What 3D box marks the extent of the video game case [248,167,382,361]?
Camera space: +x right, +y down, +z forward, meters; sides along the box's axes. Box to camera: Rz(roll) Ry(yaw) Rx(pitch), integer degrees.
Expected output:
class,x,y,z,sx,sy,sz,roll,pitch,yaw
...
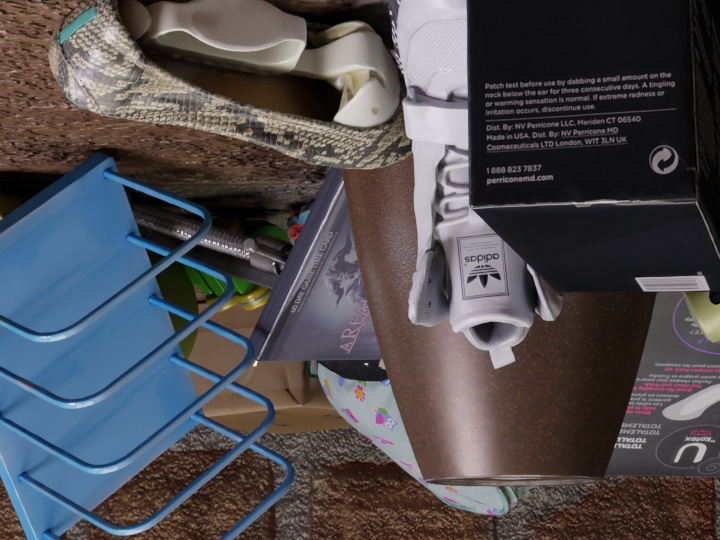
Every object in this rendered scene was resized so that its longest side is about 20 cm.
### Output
class,x,y,z,sx,sy,sz,roll,pitch,yaw
video game case,0.042,-0.005,1.238,0.199,0.019,0.144,0,130,-38

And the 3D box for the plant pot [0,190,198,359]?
class,x,y,z,sx,sy,sz,roll,pitch,yaw
plant pot,-0.205,0.035,1.363,0.186,0.189,0.199,-7,178,36

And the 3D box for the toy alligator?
class,x,y,z,sx,sy,sz,roll,pitch,yaw
toy alligator,-0.103,-0.010,1.450,0.054,0.060,0.199,-45,-157,-29

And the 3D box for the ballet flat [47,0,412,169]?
class,x,y,z,sx,sy,sz,roll,pitch,yaw
ballet flat,-0.037,-0.089,0.917,0.199,0.068,0.075,8,152,-34

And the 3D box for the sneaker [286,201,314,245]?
class,x,y,z,sx,sy,sz,roll,pitch,yaw
sneaker,0.000,0.000,1.352,0.079,0.097,0.200,3,171,-15

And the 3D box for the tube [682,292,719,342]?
class,x,y,z,sx,sy,sz,roll,pitch,yaw
tube,0.260,-0.028,1.079,0.199,0.058,0.052,-26,167,15

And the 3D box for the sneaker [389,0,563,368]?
class,x,y,z,sx,sy,sz,roll,pitch,yaw
sneaker,0.054,-0.044,0.889,0.074,0.116,0.200,-2,150,8

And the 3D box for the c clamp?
class,x,y,z,sx,sy,sz,roll,pitch,yaw
c clamp,-0.091,-0.019,1.288,0.199,0.027,0.171,16,172,35

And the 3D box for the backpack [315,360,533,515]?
class,x,y,z,sx,sy,sz,roll,pitch,yaw
backpack,0.059,0.079,1.481,0.200,0.127,0.167,43,168,-27

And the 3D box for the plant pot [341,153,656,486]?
class,x,y,z,sx,sy,sz,roll,pitch,yaw
plant pot,0.078,0.009,1.075,0.185,0.202,0.187,0,171,0

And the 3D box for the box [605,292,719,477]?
class,x,y,z,sx,sy,sz,roll,pitch,yaw
box,0.183,0.026,1.237,0.121,0.107,0.201,2,141,-10

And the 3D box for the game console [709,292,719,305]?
class,x,y,z,sx,sy,sz,roll,pitch,yaw
game console,0.257,-0.053,0.958,0.174,0.118,0.200,0,172,2

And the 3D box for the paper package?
class,x,y,z,sx,sy,sz,roll,pitch,yaw
paper package,-0.062,0.086,1.882,0.189,0.105,0.199,-9,167,36

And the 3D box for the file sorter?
class,x,y,z,sx,sy,sz,roll,pitch,yaw
file sorter,-0.136,0.063,1.196,0.122,0.201,0.139,20,-132,42

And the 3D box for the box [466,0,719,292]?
class,x,y,z,sx,sy,sz,roll,pitch,yaw
box,0.089,-0.075,0.738,0.078,0.143,0.200,0,171,13
